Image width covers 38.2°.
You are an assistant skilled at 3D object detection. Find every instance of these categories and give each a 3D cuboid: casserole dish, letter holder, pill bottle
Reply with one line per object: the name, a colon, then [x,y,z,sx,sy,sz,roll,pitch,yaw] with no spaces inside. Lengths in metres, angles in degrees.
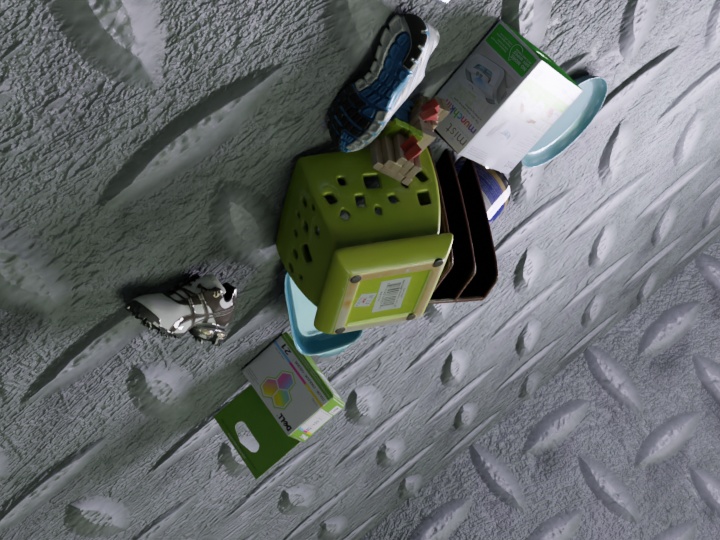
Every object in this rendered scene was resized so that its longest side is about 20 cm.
casserole dish: [-0.059,0.044,1.605,0.119,0.039,0.203,-16,124,-12]
letter holder: [0.133,-0.074,1.486,0.099,0.203,0.143,-3,156,-16]
pill bottle: [0.142,-0.083,1.637,0.200,0.111,0.112,-47,163,-28]

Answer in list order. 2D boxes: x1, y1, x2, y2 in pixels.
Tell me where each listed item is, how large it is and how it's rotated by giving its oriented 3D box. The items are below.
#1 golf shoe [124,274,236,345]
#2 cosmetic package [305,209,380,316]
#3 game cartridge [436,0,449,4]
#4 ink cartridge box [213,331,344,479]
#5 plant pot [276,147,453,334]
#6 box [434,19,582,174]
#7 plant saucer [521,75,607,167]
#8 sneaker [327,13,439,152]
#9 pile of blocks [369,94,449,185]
golf shoe: [-0.236,0.041,1.389,0.095,0.077,0.199,-62,156,6]
cosmetic package: [0.000,0.000,1.697,0.200,0.052,0.150,-44,155,8]
game cartridge: [0.128,-0.404,1.187,0.200,0.041,0.133,-50,160,19]
ink cartridge box: [-0.149,0.230,1.750,0.199,0.148,0.076,-41,157,0]
plant pot: [0.011,-0.034,1.417,0.196,0.183,0.201,-8,146,-20]
box: [0.213,-0.246,1.529,0.177,0.097,0.199,-48,157,18]
plant saucer: [0.347,-0.263,1.806,0.199,0.027,0.201,-34,157,-16]
sneaker: [0.037,-0.230,1.316,0.201,0.075,0.086,-50,163,25]
pile of blocks: [0.067,-0.196,1.368,0.062,0.082,0.201,-43,-166,36]
